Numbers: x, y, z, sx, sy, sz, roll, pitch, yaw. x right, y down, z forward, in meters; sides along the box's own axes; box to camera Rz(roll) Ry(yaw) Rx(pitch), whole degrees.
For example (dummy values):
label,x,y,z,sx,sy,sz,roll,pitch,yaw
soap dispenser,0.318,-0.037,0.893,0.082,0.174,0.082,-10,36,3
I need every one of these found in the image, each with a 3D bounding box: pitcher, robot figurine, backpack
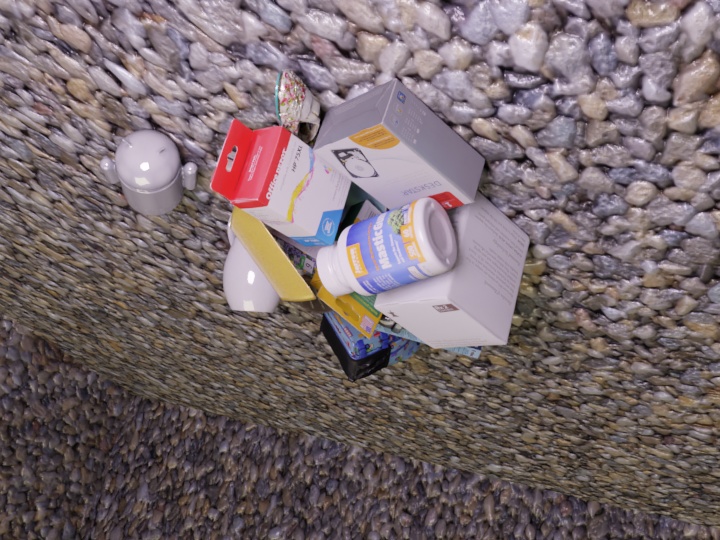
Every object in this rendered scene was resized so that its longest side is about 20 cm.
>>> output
label,x,y,z,sx,sy,sz,roll,pitch,yaw
pitcher,-0.213,-0.023,1.475,0.120,0.203,0.171,6,175,-35
robot figurine,-0.373,-0.174,1.364,0.167,0.115,0.200,-1,158,-8
backpack,0.031,0.116,1.625,0.198,0.183,0.135,-18,144,-20

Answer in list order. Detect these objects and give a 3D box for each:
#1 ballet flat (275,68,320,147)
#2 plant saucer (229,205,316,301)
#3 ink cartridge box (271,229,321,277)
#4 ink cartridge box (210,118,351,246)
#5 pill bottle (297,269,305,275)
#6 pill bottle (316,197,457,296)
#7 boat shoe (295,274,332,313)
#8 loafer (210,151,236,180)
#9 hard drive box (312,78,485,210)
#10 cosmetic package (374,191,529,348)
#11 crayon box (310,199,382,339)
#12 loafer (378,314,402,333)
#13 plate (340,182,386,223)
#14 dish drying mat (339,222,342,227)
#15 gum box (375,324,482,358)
label,x,y,z,sx,sy,sz,roll,pitch,yaw
ballet flat,-0.089,-0.228,1.107,0.063,0.077,0.200,8,166,-3
plant saucer,-0.149,-0.024,1.256,0.201,0.048,0.200,54,176,-2
ink cartridge box,-0.056,-0.030,1.386,0.198,0.109,0.051,30,133,13
ink cartridge box,-0.111,-0.127,1.112,0.067,0.118,0.199,1,159,43
pill bottle,-0.046,-0.002,1.507,0.197,0.113,0.113,15,157,8
pill bottle,0.035,-0.027,1.145,0.198,0.113,0.112,-19,140,30
boat shoe,-0.046,0.033,1.424,0.198,0.068,0.073,3,121,33
loafer,-0.166,-0.131,1.319,0.198,0.063,0.072,31,160,8
hard drive box,0.058,-0.168,1.113,0.199,0.078,0.155,33,153,-32
cosmetic package,0.153,0.003,1.261,0.164,0.202,0.164,34,152,-33
crayon box,0.000,0.000,1.280,0.125,0.201,0.051,40,150,-23
loafer,0.070,0.014,1.352,0.062,0.202,0.072,22,145,-5
plate,-0.047,-0.139,1.316,0.197,0.026,0.201,16,156,7
dish drying mat,-0.078,-0.083,1.363,0.197,0.077,0.018,19,112,-1
gum box,0.143,0.052,1.414,0.197,0.172,0.045,16,157,6
